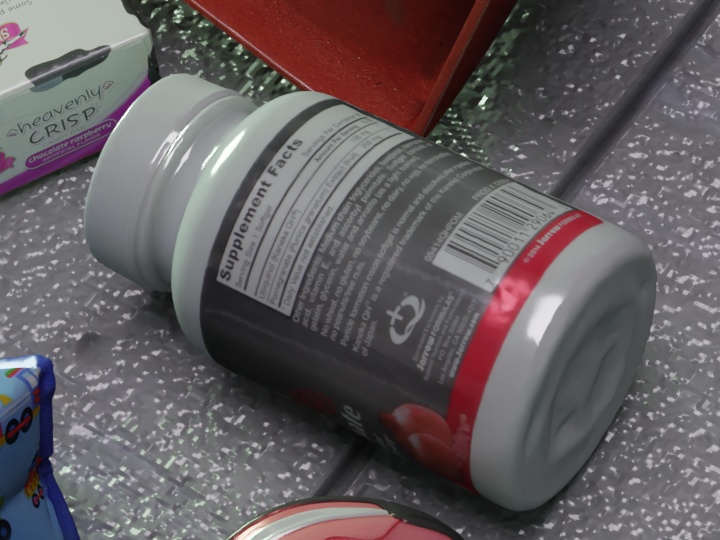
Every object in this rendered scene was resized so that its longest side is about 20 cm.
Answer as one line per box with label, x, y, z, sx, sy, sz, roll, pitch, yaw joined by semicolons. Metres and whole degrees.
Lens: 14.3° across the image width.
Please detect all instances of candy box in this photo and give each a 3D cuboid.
candy box;-0.183;-0.120;1.206;0.136;0.061;0.200;-24;55;-11

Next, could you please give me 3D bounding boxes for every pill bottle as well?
pill bottle;0.000;0.000;1.067;0.200;0.111;0.111;26;62;23

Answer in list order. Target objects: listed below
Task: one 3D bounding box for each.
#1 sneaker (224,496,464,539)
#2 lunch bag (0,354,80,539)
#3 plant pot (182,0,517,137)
sneaker;-0.044;0.138;0.970;0.200;0.074;0.087;-12;32;-21
lunch bag;-0.225;0.091;1.023;0.200;0.094;0.151;6;26;28
plant pot;0.017;-0.206;1.150;0.200;0.200;0.176;37;47;9
